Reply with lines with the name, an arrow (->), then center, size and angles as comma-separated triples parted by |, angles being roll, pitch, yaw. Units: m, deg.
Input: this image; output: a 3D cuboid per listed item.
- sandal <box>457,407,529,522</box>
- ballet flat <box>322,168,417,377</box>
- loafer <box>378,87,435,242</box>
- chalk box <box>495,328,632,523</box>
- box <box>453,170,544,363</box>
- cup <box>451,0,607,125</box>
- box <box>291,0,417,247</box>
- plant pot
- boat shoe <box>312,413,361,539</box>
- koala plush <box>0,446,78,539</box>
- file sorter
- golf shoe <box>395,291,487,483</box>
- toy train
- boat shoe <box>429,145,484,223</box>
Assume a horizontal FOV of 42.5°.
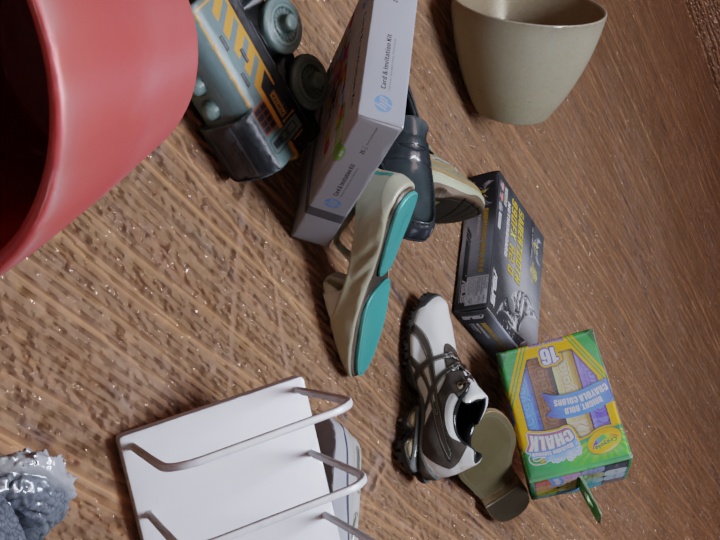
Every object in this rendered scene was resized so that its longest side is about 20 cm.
sandal -> 0.137, 0.205, 1.054 | 0.070, 0.077, 0.214 | 57, -5, 47
ballet flat -> 0.000, 0.000, 0.842 | 0.069, 0.068, 0.204 | -31, 142, -57
loafer -> 0.035, -0.119, 0.892 | 0.067, 0.071, 0.204 | 8, 50, -28
chalk box -> 0.243, 0.195, 1.094 | 0.125, 0.121, 0.204 | 65, 13, -64
box -> 0.181, 0.002, 1.183 | 0.158, 0.047, 0.204 | 45, 45, -44
cup -> 0.206, -0.275, 1.197 | 0.200, 0.196, 0.146 | -46, 147, -54
box -> -0.007, -0.135, 0.781 | 0.040, 0.200, 0.159 | 14, 63, -14
plant pot -> -0.184, -0.112, 0.478 | 0.177, 0.196, 0.205 | -43, 118, -64
boat shoe -> -0.027, 0.224, 0.754 | 0.070, 0.070, 0.204 | 37, 44, -45
koala plush -> -0.209, 0.121, 0.393 | 0.202, 0.180, 0.180 | 64, 33, -46
file sorter -> -0.058, 0.191, 0.600 | 0.136, 0.124, 0.205 | -15, 95, -25
golf shoe -> 0.094, 0.117, 0.961 | 0.077, 0.093, 0.204 | 33, 52, -49
toy train -> -0.099, -0.169, 0.732 | 0.115, 0.084, 0.202 | -56, 129, -37
boat shoe -> 0.076, -0.105, 1.023 | 0.199, 0.071, 0.078 | 16, 57, -57
